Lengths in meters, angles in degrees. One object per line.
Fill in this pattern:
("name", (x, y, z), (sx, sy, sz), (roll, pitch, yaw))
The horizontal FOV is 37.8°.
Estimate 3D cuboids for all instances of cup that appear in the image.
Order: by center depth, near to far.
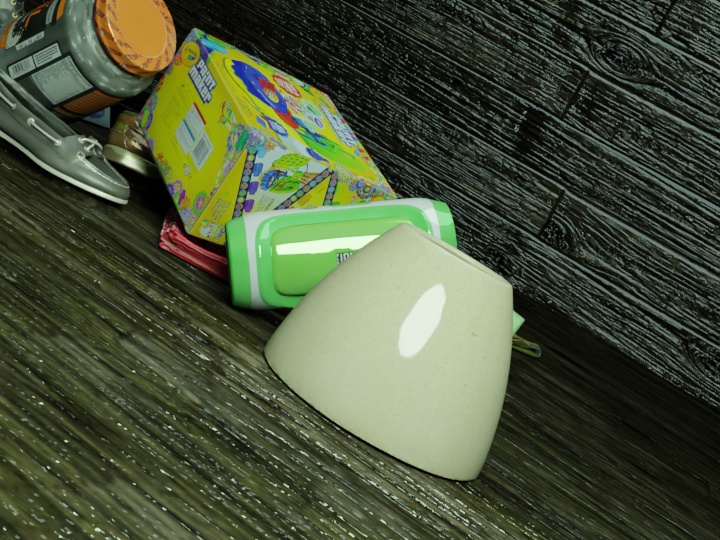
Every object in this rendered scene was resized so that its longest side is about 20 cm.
("cup", (0.042, 0.049, 0.833), (0.198, 0.145, 0.200), (29, 7, -4))

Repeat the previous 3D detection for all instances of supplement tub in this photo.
("supplement tub", (-0.295, -0.226, 1.103), (0.198, 0.125, 0.122), (-14, -21, 34))

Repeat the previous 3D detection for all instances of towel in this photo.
("towel", (-0.136, -0.018, 1.077), (0.143, 0.023, 0.200), (30, 7, -13))
("towel", (0.209, 0.083, 1.787), (0.143, 0.023, 0.199), (22, 11, -47))

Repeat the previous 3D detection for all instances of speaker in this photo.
("speaker", (-0.018, -0.015, 0.929), (0.197, 0.090, 0.088), (-6, 14, -9))

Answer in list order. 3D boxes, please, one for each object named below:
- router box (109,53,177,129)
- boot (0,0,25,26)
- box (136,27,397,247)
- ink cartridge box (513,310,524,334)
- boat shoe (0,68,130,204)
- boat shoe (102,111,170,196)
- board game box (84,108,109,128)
("router box", (-0.207, -0.171, 1.251), (0.198, 0.151, 0.051), (25, 40, 15))
("boot", (-0.561, -0.435, 1.723), (0.198, 0.152, 0.073), (30, 7, 7))
("box", (-0.099, -0.116, 1.083), (0.191, 0.122, 0.201), (20, 28, -41))
("ink cartridge box", (0.074, 0.033, 1.173), (0.199, 0.060, 0.104), (41, 46, 7))
("boat shoe", (-0.307, -0.136, 1.045), (0.198, 0.058, 0.067), (31, 7, 8))
("boat shoe", (-0.191, -0.111, 1.184), (0.198, 0.069, 0.072), (28, -17, -25))
("board game box", (-0.443, -0.274, 1.533), (0.198, 0.042, 0.200), (32, 7, 19))
